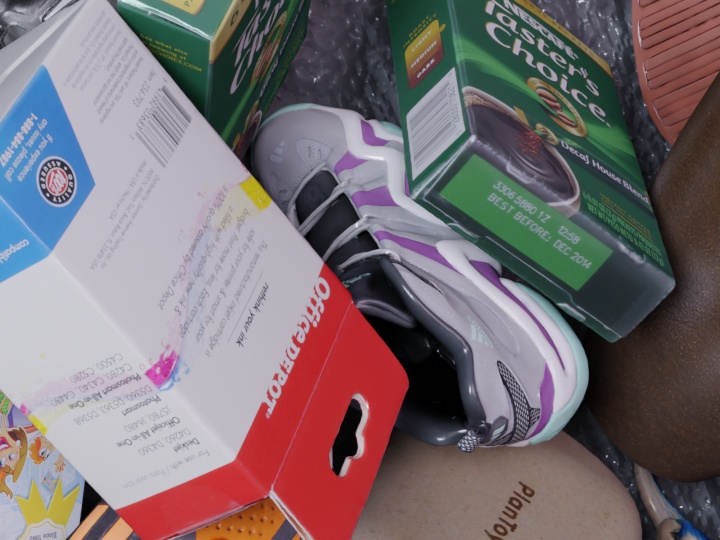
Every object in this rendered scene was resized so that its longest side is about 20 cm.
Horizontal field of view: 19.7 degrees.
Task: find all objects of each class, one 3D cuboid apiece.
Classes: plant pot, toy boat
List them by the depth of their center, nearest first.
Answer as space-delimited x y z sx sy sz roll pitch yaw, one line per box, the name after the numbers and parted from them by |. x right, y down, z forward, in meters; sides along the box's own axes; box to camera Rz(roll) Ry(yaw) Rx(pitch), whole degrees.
0.042 0.149 0.933 0.130 0.131 0.200 34 35 5 | toy boat
0.197 0.009 0.989 0.186 0.200 0.188 23 40 -21 | plant pot

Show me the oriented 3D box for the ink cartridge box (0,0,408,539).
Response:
-0.074 0.014 0.761 0.200 0.067 0.117 51 36 -21 | ink cartridge box

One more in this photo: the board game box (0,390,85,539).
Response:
-0.177 0.048 0.737 0.199 0.034 0.136 10 87 -51 | board game box

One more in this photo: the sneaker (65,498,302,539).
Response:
-0.041 0.154 0.824 0.112 0.077 0.201 -57 130 -27 | sneaker

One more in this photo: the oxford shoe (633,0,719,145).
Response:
0.202 -0.085 1.100 0.074 0.070 0.202 -29 100 -56 | oxford shoe

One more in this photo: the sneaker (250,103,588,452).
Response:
0.000 0.000 0.887 0.200 0.078 0.139 43 24 21 | sneaker

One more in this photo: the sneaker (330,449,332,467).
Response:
-0.079 0.125 0.882 0.084 0.075 0.202 31 68 -30 | sneaker

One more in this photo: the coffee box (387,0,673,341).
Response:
0.073 -0.067 0.949 0.123 0.044 0.201 35 25 -22 | coffee box

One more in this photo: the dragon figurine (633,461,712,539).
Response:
0.182 0.165 1.042 0.099 0.059 0.201 17 46 -28 | dragon figurine

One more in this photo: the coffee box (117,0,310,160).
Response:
-0.057 -0.105 0.860 0.044 0.200 0.124 24 67 4 | coffee box

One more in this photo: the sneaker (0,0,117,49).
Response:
-0.107 -0.162 0.912 0.090 0.066 0.201 35 68 -26 | sneaker
